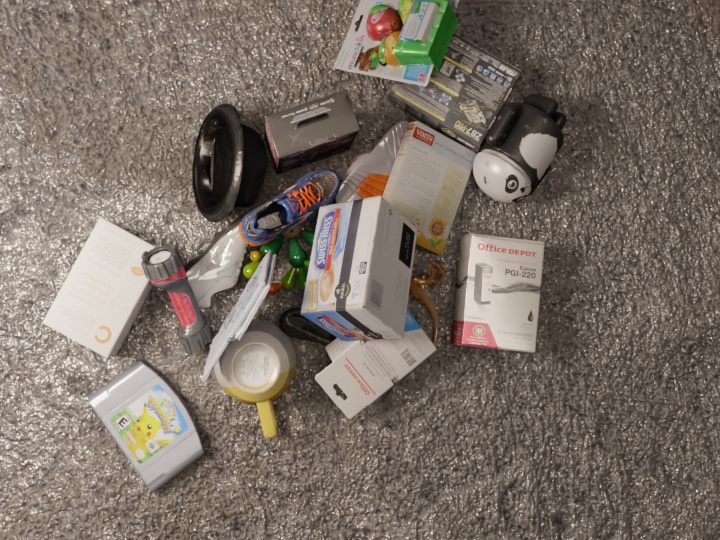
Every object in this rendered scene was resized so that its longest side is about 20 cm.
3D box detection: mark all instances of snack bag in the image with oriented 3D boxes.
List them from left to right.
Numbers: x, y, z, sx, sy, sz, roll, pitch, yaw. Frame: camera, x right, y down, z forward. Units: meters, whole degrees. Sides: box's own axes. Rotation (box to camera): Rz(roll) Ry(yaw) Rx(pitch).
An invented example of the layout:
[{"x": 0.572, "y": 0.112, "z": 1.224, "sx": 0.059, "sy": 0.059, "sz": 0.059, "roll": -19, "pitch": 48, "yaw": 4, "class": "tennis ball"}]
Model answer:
[{"x": -0.197, "y": 0.076, "z": 1.407, "sx": 0.021, "sy": 0.189, "sz": 0.202, "roll": 31, "pitch": 101, "yaw": -12, "class": "snack bag"}]

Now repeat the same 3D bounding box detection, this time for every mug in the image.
[{"x": -0.167, "y": 0.173, "z": 1.472, "sx": 0.187, "sy": 0.153, "sz": 0.150, "roll": 45, "pitch": 83, "yaw": -3, "class": "mug"}]

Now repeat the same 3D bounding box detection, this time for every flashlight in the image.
[{"x": -0.308, "y": 0.052, "z": 1.453, "sx": 0.066, "sy": 0.068, "sz": 0.203, "roll": -17, "pitch": 124, "yaw": -5, "class": "flashlight"}]

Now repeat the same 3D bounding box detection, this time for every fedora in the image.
[{"x": -0.218, "y": -0.182, "z": 1.497, "sx": 0.090, "sy": 0.199, "sz": 0.205, "roll": 4, "pitch": 87, "yaw": -37, "class": "fedora"}]

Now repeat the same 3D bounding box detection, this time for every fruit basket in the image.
[{"x": 0.063, "y": -0.430, "z": 1.531, "sx": 0.197, "sy": 0.094, "sz": 0.188, "roll": 19, "pitch": 80, "yaw": 23, "class": "fruit basket"}]

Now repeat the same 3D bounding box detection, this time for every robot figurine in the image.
[{"x": 0.290, "y": -0.219, "z": 1.558, "sx": 0.149, "sy": 0.125, "sz": 0.201, "roll": 36, "pitch": 83, "yaw": -4, "class": "robot figurine"}]

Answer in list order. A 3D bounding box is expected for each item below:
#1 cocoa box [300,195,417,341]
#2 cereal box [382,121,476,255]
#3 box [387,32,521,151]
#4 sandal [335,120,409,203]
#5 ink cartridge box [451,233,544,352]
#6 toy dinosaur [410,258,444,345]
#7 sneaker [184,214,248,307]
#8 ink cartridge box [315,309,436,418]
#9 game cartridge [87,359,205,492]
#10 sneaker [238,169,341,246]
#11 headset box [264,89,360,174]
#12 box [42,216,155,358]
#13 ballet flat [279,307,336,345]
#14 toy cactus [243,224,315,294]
[{"x": 0.000, "y": 0.000, "z": 1.437, "sx": 0.129, "sy": 0.133, "sz": 0.204, "roll": -7, "pitch": 63, "yaw": 33, "class": "cocoa box"}, {"x": 0.117, "y": -0.148, "z": 1.557, "sx": 0.142, "sy": 0.039, "sz": 0.203, "roll": 24, "pitch": 83, "yaw": -26, "class": "cereal box"}, {"x": 0.170, "y": -0.338, "z": 1.572, "sx": 0.198, "sy": 0.049, "sz": 0.163, "roll": 30, "pitch": 83, "yaw": 5, "class": "box"}, {"x": 0.025, "y": -0.183, "z": 1.560, "sx": 0.207, "sy": 0.059, "sz": 0.079, "roll": -50, "pitch": 116, "yaw": -16, "class": "sandal"}, {"x": 0.249, "y": 0.041, "z": 1.564, "sx": 0.143, "sy": 0.085, "sz": 0.204, "roll": 6, "pitch": 85, "yaw": -7, "class": "ink cartridge box"}, {"x": 0.109, "y": 0.033, "z": 1.570, "sx": 0.106, "sy": 0.060, "sz": 0.200, "roll": -40, "pitch": 95, "yaw": 22, "class": "toy dinosaur"}, {"x": -0.238, "y": -0.020, "z": 1.521, "sx": 0.200, "sy": 0.070, "sz": 0.080, "roll": -45, "pitch": 106, "yaw": -3, "class": "sneaker"}, {"x": 0.020, "y": 0.150, "z": 1.515, "sx": 0.199, "sy": 0.068, "sz": 0.117, "roll": -39, "pitch": 113, "yaw": 0, "class": "ink cartridge box"}, {"x": -0.366, "y": 0.266, "z": 1.503, "sx": 0.133, "sy": 0.040, "sz": 0.201, "roll": -36, "pitch": 92, "yaw": -11, "class": "game cartridge"}, {"x": -0.114, "y": -0.106, "z": 1.464, "sx": 0.199, "sy": 0.078, "sz": 0.076, "roll": -36, "pitch": 96, "yaw": -10, "class": "sneaker"}, {"x": -0.086, "y": -0.236, "z": 1.475, "sx": 0.146, "sy": 0.200, "sz": 0.076, "roll": -20, "pitch": 90, "yaw": -6, "class": "headset box"}, {"x": -0.432, "y": 0.030, "z": 1.473, "sx": 0.123, "sy": 0.097, "sz": 0.202, "roll": 28, "pitch": 84, "yaw": -5, "class": "box"}, {"x": -0.048, "y": 0.105, "z": 1.535, "sx": 0.196, "sy": 0.057, "sz": 0.068, "roll": 5, "pitch": 86, "yaw": -11, "class": "ballet flat"}, {"x": -0.121, "y": -0.044, "z": 1.526, "sx": 0.196, "sy": 0.102, "sz": 0.168, "roll": -15, "pitch": 80, "yaw": 1, "class": "toy cactus"}]
